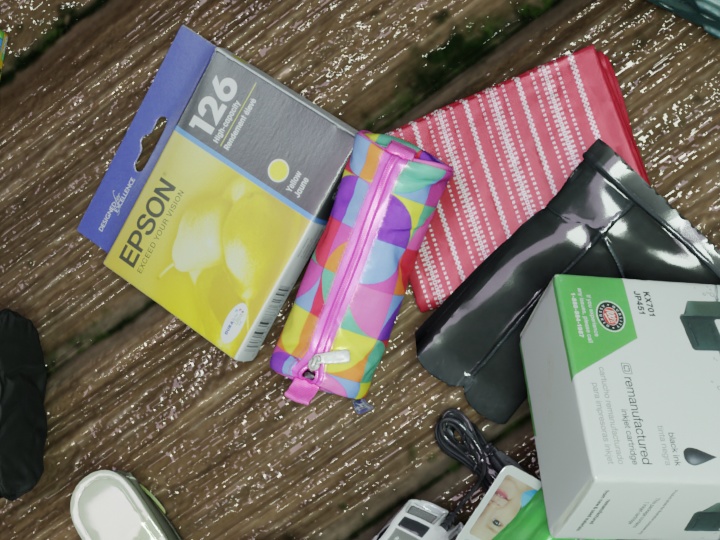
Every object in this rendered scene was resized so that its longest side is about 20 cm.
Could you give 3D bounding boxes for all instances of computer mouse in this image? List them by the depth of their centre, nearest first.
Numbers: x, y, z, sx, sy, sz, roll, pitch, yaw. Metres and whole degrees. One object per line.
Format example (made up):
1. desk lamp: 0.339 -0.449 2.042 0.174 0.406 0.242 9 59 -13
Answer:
1. computer mouse: 0.041 0.204 0.842 0.109 0.044 0.200 41 74 15

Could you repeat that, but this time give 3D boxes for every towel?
1. towel: 0.114 -0.068 0.895 0.197 0.022 0.147 -21 79 14

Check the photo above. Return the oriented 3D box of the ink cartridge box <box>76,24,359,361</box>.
1. ink cartridge box: -0.120 -0.066 0.941 0.199 0.047 0.199 32 99 15

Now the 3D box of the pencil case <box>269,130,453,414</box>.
1. pencil case: 0.000 0.000 0.873 0.087 0.088 0.203 21 95 18

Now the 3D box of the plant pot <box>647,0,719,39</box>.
1. plant pot: 0.253 -0.276 0.806 0.194 0.196 0.202 30 100 18

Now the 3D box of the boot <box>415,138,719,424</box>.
1. boot: 0.158 0.036 0.841 0.165 0.066 0.200 42 100 0

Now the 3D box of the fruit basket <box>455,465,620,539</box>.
1. fruit basket: 0.112 0.251 0.779 0.184 0.094 0.202 32 87 -23

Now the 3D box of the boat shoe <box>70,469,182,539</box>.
1. boat shoe: -0.151 0.244 0.904 0.072 0.060 0.203 -31 78 1

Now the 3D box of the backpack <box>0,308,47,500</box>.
1. backpack: -0.352 0.121 0.946 0.197 0.127 0.170 -10 68 15

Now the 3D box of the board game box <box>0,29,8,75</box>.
1. board game box: -0.421 -0.142 1.041 0.197 0.057 0.168 5 82 17

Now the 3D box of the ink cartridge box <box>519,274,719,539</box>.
1. ink cartridge box: 0.213 0.088 0.748 0.197 0.084 0.148 3 54 -12
